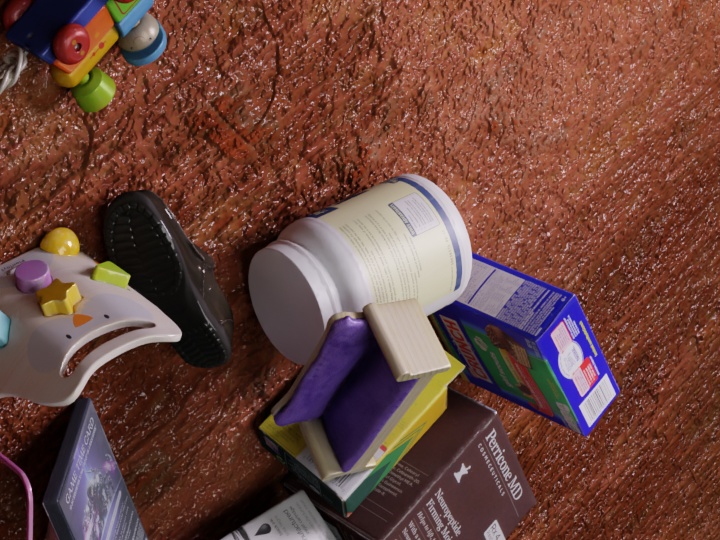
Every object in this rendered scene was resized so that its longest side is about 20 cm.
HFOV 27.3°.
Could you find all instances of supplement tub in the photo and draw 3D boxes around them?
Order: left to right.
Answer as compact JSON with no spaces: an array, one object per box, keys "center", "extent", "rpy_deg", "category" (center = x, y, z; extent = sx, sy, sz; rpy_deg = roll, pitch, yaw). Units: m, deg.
[{"center":[0.000,0.000,1.505],"extent":[0.199,0.144,0.147],"rpy_deg":[-25,122,-34],"category":"supplement tub"}]

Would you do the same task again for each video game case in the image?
[{"center":[-0.243,0.242,1.396],"extent":[0.144,0.019,0.202],"rpy_deg":[-84,162,-56],"category":"video game case"}]

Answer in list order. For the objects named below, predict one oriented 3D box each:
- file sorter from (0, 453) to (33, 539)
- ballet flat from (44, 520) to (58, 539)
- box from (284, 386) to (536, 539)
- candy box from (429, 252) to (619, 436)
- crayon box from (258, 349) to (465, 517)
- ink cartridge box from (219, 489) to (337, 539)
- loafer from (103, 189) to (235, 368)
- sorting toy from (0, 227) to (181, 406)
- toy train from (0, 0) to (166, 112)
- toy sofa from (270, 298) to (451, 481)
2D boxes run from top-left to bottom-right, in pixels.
[{"center":[-0.386,0.232,1.246],"extent":[0.198,0.125,0.141],"rpy_deg":[-10,112,-40],"category":"file sorter"},{"center":[-0.273,0.303,1.430],"extent":[0.069,0.069,0.202],"rpy_deg":[-37,129,-26],"category":"ballet flat"},{"center":[0.056,0.247,1.640],"extent":[0.200,0.163,0.167],"rpy_deg":[-45,132,-21],"category":"box"},{"center":[0.173,0.076,1.659],"extent":[0.077,0.199,0.170],"rpy_deg":[-45,130,-18],"category":"candy box"},{"center":[0.004,0.145,1.575],"extent":[0.200,0.126,0.051],"rpy_deg":[-44,156,-21],"category":"crayon box"},{"center":[-0.107,0.344,1.530],"extent":[0.199,0.147,0.084],"rpy_deg":[-28,166,-33],"category":"ink cartridge box"},{"center":[-0.178,0.000,1.403],"extent":[0.072,0.072,0.202],"rpy_deg":[-73,147,-50],"category":"loafer"},{"center":[-0.247,0.053,1.268],"extent":[0.199,0.179,0.108],"rpy_deg":[-30,125,-32],"category":"sorting toy"},{"center":[-0.249,-0.174,1.256],"extent":[0.201,0.084,0.116],"rpy_deg":[-52,147,-15],"category":"toy train"},{"center":[-0.004,0.119,1.436],"extent":[0.097,0.083,0.201],"rpy_deg":[-8,148,-33],"category":"toy sofa"}]
